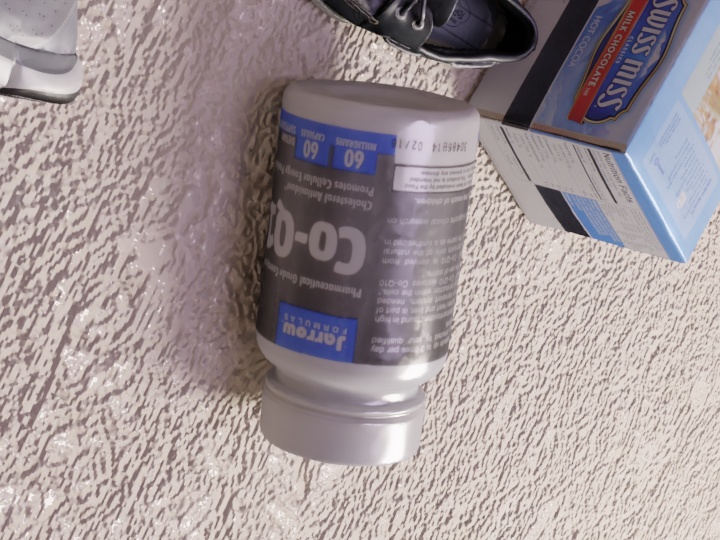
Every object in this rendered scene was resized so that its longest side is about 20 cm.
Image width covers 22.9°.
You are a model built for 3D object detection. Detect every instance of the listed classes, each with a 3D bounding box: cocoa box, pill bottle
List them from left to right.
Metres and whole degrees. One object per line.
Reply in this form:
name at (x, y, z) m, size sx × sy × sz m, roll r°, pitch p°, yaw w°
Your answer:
pill bottle at (0.000, 0.000, 1.008) m, size 0.113 × 0.113 × 0.202 m, roll -7°, pitch 109°, yaw -49°
cocoa box at (0.186, -0.132, 1.170) m, size 0.201 × 0.130 × 0.134 m, roll -59°, pitch 140°, yaw -17°

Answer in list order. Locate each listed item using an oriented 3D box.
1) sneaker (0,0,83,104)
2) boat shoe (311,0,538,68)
sneaker at (-0.190, -0.141, 0.765) m, size 0.199 × 0.074 × 0.117 m, roll 5°, pitch 95°, yaw -61°
boat shoe at (0.038, -0.161, 1.031) m, size 0.199 × 0.066 × 0.075 m, roll 29°, pitch 82°, yaw -51°
